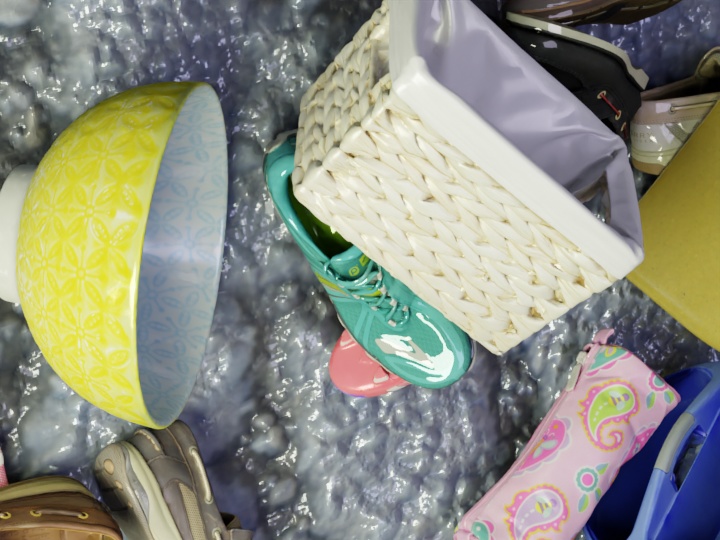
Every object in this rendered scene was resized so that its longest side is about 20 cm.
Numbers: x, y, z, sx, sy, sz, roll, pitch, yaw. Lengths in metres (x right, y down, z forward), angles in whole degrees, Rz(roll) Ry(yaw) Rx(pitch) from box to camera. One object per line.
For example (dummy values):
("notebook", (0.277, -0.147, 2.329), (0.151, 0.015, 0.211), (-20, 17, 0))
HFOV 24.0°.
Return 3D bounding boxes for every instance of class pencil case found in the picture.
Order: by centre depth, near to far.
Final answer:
("pencil case", (0.152, 0.143, 1.259), (0.201, 0.087, 0.087), (-52, 124, -14))

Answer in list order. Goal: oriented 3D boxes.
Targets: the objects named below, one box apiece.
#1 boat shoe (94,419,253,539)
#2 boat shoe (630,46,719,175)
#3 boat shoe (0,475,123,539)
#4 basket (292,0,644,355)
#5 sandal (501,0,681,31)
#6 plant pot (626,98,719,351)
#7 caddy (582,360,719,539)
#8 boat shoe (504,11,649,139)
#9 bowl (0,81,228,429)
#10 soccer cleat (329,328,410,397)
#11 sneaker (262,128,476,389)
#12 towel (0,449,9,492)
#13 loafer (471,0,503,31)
("boat shoe", (-0.101, 0.186, 1.096), (0.073, 0.074, 0.202), (-32, 118, -25))
("boat shoe", (0.287, -0.137, 1.296), (0.198, 0.072, 0.066), (-24, 115, -23))
("boat shoe", (-0.228, 0.170, 0.972), (0.198, 0.067, 0.073), (-13, 109, -35))
("basket", (0.063, -0.064, 1.046), (0.199, 0.136, 0.123), (38, 120, -23))
("sandal", (0.181, -0.208, 1.210), (0.198, 0.080, 0.055), (-14, 85, -27))
("plant pot", (0.339, -0.003, 1.235), (0.194, 0.200, 0.195), (22, 112, -42))
("caddy", (0.253, 0.160, 1.290), (0.201, 0.140, 0.105), (-56, 132, -28))
("boat shoe", (0.146, -0.129, 1.161), (0.201, 0.073, 0.064), (18, 94, -65))
("bowl", (-0.150, -0.016, 0.978), (0.106, 0.200, 0.203), (8, 99, 7))
("soccer cleat", (0.063, 0.024, 1.183), (0.200, 0.067, 0.077), (-42, 157, -10))
("sneaker", (0.000, 0.000, 1.089), (0.077, 0.080, 0.201), (-37, 101, 10))
("towel", (-0.277, 0.113, 0.979), (0.145, 0.030, 0.202), (-22, 115, -30))
("loafer", (0.072, -0.152, 1.139), (0.067, 0.070, 0.203), (-5, 104, -34))
